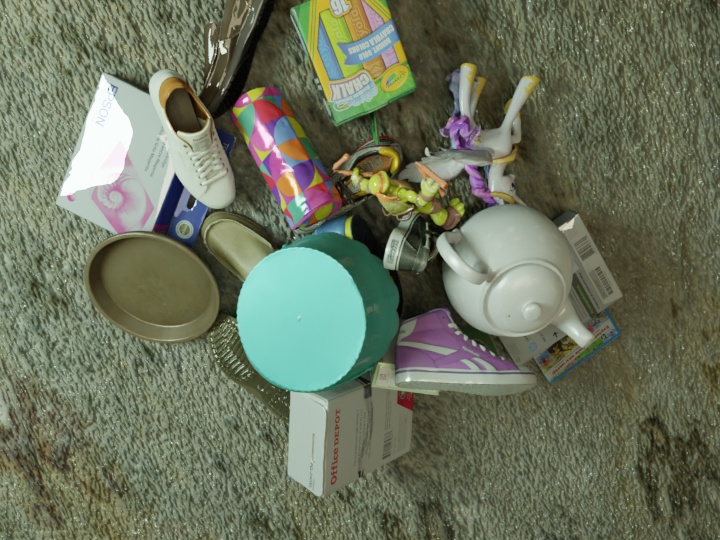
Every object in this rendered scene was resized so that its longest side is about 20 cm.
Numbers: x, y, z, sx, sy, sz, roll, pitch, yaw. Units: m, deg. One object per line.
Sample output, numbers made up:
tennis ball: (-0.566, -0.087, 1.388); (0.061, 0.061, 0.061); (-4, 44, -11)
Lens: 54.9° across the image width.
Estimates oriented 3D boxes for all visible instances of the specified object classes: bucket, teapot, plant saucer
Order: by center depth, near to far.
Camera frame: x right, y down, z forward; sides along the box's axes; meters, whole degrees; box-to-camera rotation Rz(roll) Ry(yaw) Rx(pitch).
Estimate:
bucket: (-0.057, 0.055, 0.907); (0.202, 0.135, 0.213); (2, 96, 17)
teapot: (0.207, 0.016, 0.943); (0.195, 0.147, 0.201); (-12, 122, 0)
plant saucer: (-0.296, 0.023, 0.998); (0.195, 0.030, 0.203); (2, 127, 3)

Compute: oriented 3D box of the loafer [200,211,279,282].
loafer: (-0.149, -0.013, 1.019); (0.198, 0.068, 0.077); (36, 98, -13)

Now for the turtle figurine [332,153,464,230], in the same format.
turtle figurine: (0.065, -0.094, 0.899); (0.159, 0.198, 0.066); (15, 88, -45)

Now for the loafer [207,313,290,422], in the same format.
loafer: (-0.153, 0.147, 1.056); (0.076, 0.067, 0.201); (-42, 88, 10)

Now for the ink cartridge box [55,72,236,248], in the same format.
ink cartridge box: (-0.301, -0.141, 0.973); (0.197, 0.043, 0.200); (25, 100, -2)

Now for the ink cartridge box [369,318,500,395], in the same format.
ink cartridge box: (0.109, 0.128, 1.039); (0.195, 0.146, 0.049); (10, 113, -9)

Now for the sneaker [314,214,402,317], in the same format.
sneaker: (0.000, 0.000, 1.035); (0.077, 0.067, 0.201); (-13, 131, 27)

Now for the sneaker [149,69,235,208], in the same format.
sneaker: (-0.217, -0.159, 0.916); (0.072, 0.085, 0.203); (-32, 125, -13)

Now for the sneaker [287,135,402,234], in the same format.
sneaker: (-0.025, -0.123, 0.997); (0.199, 0.082, 0.078); (-38, 106, 5)

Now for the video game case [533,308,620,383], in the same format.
video game case: (0.312, 0.063, 1.111); (0.142, 0.018, 0.202); (-35, 104, 3)

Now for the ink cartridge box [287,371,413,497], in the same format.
ink cartridge box: (-0.012, 0.222, 1.028); (0.198, 0.082, 0.149); (-12, 111, -46)

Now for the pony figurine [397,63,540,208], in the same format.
pony figurine: (0.161, -0.179, 0.981); (0.188, 0.166, 0.205); (6, 88, -15)

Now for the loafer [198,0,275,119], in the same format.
loafer: (-0.182, -0.306, 0.948); (0.070, 0.073, 0.203); (25, 96, 0)

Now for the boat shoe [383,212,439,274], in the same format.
boat shoe: (0.078, -0.034, 0.967); (0.062, 0.200, 0.072); (16, 108, 7)

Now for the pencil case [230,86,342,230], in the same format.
pencil case: (-0.103, -0.154, 0.949); (0.087, 0.088, 0.203); (-30, 80, 3)

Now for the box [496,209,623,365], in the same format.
box: (0.282, 0.029, 1.070); (0.198, 0.041, 0.157); (-35, 104, 3)

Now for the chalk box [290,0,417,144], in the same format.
chalk box: (-0.002, -0.275, 0.941); (0.122, 0.125, 0.203); (-23, 106, 1)

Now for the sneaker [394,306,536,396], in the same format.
sneaker: (0.146, 0.106, 0.947); (0.195, 0.073, 0.117); (7, 66, -8)
